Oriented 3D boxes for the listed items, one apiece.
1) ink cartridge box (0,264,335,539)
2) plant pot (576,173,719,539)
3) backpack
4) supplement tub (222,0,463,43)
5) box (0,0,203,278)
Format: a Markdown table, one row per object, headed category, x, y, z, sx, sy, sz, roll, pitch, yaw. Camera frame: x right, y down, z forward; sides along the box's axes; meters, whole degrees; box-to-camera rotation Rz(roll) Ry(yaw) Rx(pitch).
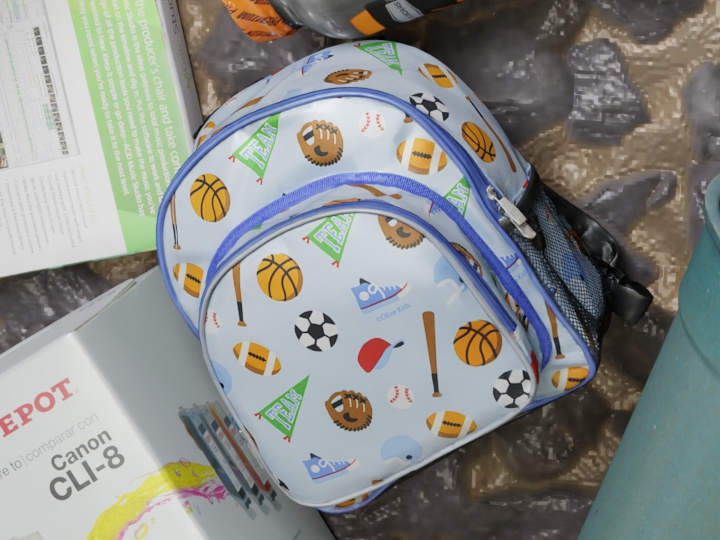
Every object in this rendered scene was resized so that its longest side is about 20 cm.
| category | x | y | z | sx | sy | sz | roll | pitch | yaw |
| --- | --- | --- | --- | --- | --- | --- | --- | --- | --- |
| ink cartridge box | -0.118 | 0.125 | 1.370 | 0.145 | 0.145 | 0.200 | -31 | 94 | 18 |
| plant pot | 0.198 | 0.089 | 1.280 | 0.200 | 0.200 | 0.197 | 29 | 114 | 4 |
| backpack | 0.000 | 0.000 | 1.309 | 0.200 | 0.154 | 0.191 | -30 | 99 | 16 |
| supplement tub | 0.029 | -0.179 | 1.285 | 0.199 | 0.123 | 0.123 | -18 | 98 | 16 |
| box | -0.175 | -0.069 | 1.398 | 0.199 | 0.036 | 0.145 | -10 | 100 | 15 |
